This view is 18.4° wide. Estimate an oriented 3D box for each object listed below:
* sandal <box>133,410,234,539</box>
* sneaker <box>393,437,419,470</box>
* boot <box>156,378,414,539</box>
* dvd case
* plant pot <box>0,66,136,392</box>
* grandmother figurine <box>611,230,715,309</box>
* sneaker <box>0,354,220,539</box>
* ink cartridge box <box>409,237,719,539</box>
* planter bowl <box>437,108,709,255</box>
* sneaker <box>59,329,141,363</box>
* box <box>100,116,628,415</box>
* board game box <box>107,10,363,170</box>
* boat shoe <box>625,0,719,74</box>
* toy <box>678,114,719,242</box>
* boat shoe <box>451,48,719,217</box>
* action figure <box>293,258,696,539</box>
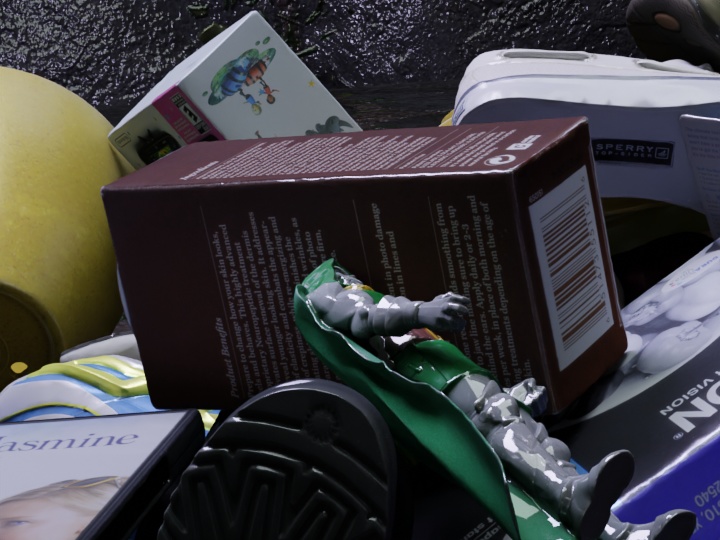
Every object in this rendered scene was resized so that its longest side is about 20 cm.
[{"bbox_3d":[-0.043,0.084,0.907,0.075,0.048,0.201,18,33,1],"label":"sandal"},{"bbox_3d":[0.019,0.070,1.077,0.083,0.075,0.200,-5,1,-26],"label":"sneaker"},{"bbox_3d":[-0.011,0.091,0.734,0.065,0.166,0.200,22,16,11],"label":"boot"},{"bbox_3d":[-0.149,0.093,0.815,0.142,0.018,0.200,-6,13,13],"label":"dvd case"},{"bbox_3d":[-0.216,0.008,1.235,0.199,0.201,0.142,-4,34,-5],"label":"plant pot"},{"bbox_3d":[0.153,0.003,1.013,0.199,0.061,0.121,-10,-14,-27],"label":"grandmother figurine"},{"bbox_3d":[-0.105,0.087,0.998,0.199,0.076,0.105,3,13,27],"label":"sneaker"},{"bbox_3d":[0.110,0.074,0.831,0.198,0.044,0.200,-36,19,-6],"label":"ink cartridge box"},{"bbox_3d":[0.092,-0.044,1.080,0.199,0.084,0.200,-12,-10,-2],"label":"planter bowl"},{"bbox_3d":[-0.060,0.060,1.071,0.199,0.086,0.077,-15,-1,42],"label":"sneaker"},{"bbox_3d":[0.000,0.000,0.892,0.199,0.101,0.075,-1,19,32],"label":"box"},{"bbox_3d":[-0.033,-0.033,1.212,0.064,0.200,0.147,-47,10,-19],"label":"board game box"},{"bbox_3d":[0.194,-0.096,1.050,0.075,0.074,0.200,24,-13,34],"label":"boat shoe"},{"bbox_3d":[0.213,0.018,0.935,0.047,0.201,0.115,-36,30,-33],"label":"toy"},{"bbox_3d":[0.139,-0.065,0.968,0.198,0.071,0.070,4,38,3],"label":"boat shoe"},{"bbox_3d":[0.032,0.044,0.776,0.200,0.055,0.118,36,-7,48],"label":"action figure"}]
